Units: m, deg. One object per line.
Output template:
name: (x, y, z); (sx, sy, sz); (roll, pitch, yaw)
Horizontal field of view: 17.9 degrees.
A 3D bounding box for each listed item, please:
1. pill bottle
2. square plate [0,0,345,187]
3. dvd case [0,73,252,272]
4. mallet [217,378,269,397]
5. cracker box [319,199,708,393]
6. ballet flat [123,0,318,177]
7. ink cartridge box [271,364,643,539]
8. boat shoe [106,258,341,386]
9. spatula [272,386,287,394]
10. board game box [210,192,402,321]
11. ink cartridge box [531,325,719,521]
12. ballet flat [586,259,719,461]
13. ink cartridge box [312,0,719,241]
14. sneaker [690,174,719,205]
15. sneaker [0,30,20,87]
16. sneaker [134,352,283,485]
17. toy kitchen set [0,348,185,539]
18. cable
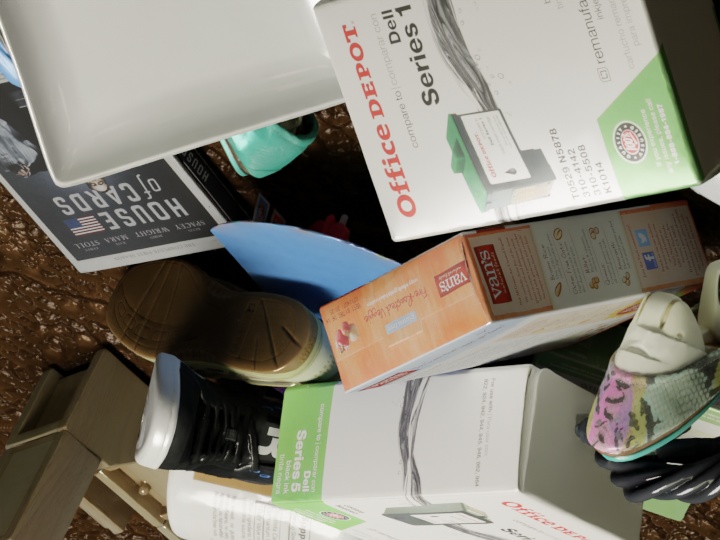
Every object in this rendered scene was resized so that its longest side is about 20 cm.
pill bottle: (-0.030, 0.157, 1.642); (0.198, 0.115, 0.115); (12, 143, 12)
square plate: (-0.104, -0.157, 1.266); (0.196, 0.029, 0.201); (-17, 128, -2)
dvd case: (-0.181, -0.079, 1.490); (0.149, 0.025, 0.200); (-9, 133, 35)
mallet: (-0.006, 0.070, 1.591); (0.198, 0.041, 0.066); (7, 140, 11)
cracker box: (0.093, 0.014, 1.347); (0.199, 0.058, 0.134); (-10, 168, -43)
ballet flat: (-0.083, -0.139, 1.343); (0.070, 0.068, 0.200); (-24, 129, 14)
ink cartridge box: (0.065, 0.125, 1.468); (0.199, 0.085, 0.145); (-7, 157, 39)
boat shoe: (-0.094, 0.044, 1.540); (0.199, 0.074, 0.063); (18, 167, 43)
spatula: (0.009, 0.062, 1.520); (0.199, 0.021, 0.057); (-7, 139, 44)
board game box: (0.000, 0.000, 1.482); (0.157, 0.039, 0.200); (12, 160, 26)
ink cartridge box: (0.173, 0.116, 1.547); (0.144, 0.048, 0.201); (19, 142, 3)
ballet flat: (0.203, 0.032, 1.327); (0.069, 0.199, 0.072); (27, 141, 51)
ink cartridge box: (0.091, -0.107, 1.226); (0.199, 0.084, 0.147); (-11, 105, 35)
sneaker: (0.252, -0.014, 1.281); (0.199, 0.115, 0.075); (24, 144, -4)
sneaker: (-0.212, -0.198, 1.328); (0.082, 0.071, 0.200); (-25, 123, 10)
sneaker: (-0.088, 0.101, 1.502); (0.111, 0.074, 0.200); (12, 176, -5)
toy kitchen set: (-0.204, 0.201, 1.728); (0.163, 0.181, 0.200); (-20, 125, 44)
cable: (0.232, 0.075, 1.352); (0.163, 0.199, 0.051); (-155, 45, -71)
